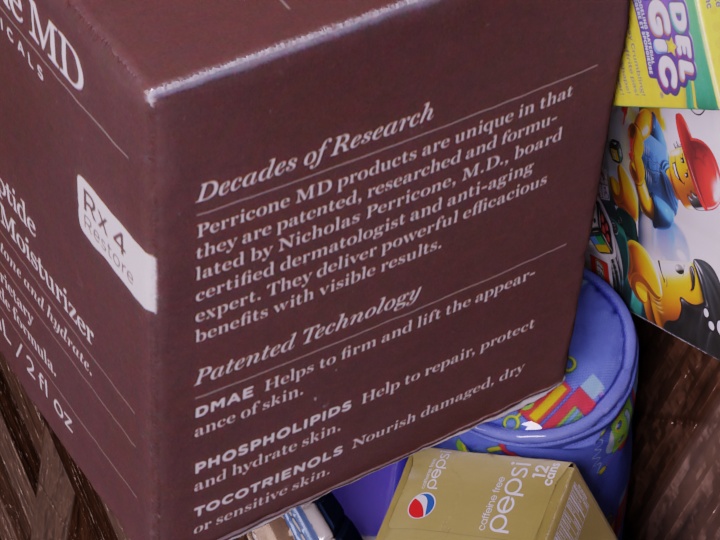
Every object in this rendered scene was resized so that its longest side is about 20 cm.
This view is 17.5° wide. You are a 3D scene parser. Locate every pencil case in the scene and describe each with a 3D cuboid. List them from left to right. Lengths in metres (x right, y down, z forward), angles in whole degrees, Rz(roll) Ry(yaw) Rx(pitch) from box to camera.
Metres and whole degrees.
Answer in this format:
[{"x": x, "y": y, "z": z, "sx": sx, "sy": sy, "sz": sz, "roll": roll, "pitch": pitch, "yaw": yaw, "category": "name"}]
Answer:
[{"x": 0.062, "y": 0.076, "z": 0.901, "sx": 0.087, "sy": 0.078, "sz": 0.200, "roll": 24, "pitch": 151, "yaw": 18, "category": "pencil case"}]

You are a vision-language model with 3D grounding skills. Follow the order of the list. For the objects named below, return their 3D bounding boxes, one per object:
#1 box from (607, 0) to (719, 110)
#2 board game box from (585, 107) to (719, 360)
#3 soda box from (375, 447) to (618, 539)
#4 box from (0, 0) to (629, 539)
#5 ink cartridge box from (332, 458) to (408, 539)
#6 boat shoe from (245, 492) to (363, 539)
[{"x": 0.078, "y": -0.109, "z": 0.721, "sx": 0.200, "sy": 0.048, "sz": 0.118, "roll": 9, "pitch": 114, "yaw": 64, "category": "box"}, {"x": 0.111, "y": -0.071, "z": 0.779, "sx": 0.126, "sy": 0.035, "sz": 0.201, "roll": 32, "pitch": 134, "yaw": 59, "category": "board game box"}, {"x": 0.072, "y": 0.148, "z": 0.864, "sx": 0.068, "sy": 0.064, "sz": 0.200, "roll": 4, "pitch": 143, "yaw": 32, "category": "soda box"}, {"x": -0.034, "y": -0.051, "z": 0.741, "sx": 0.166, "sy": 0.164, "sz": 0.200, "roll": 49, "pitch": 150, "yaw": 36, "category": "box"}, {"x": 0.004, "y": 0.066, "z": 1.013, "sx": 0.200, "sy": 0.043, "sz": 0.199, "roll": 99, "pitch": 180, "yaw": -48, "category": "ink cartridge box"}, {"x": -0.011, "y": 0.163, "z": 0.865, "sx": 0.200, "sy": 0.072, "sz": 0.072, "roll": 64, "pitch": -175, "yaw": 5, "category": "boat shoe"}]
